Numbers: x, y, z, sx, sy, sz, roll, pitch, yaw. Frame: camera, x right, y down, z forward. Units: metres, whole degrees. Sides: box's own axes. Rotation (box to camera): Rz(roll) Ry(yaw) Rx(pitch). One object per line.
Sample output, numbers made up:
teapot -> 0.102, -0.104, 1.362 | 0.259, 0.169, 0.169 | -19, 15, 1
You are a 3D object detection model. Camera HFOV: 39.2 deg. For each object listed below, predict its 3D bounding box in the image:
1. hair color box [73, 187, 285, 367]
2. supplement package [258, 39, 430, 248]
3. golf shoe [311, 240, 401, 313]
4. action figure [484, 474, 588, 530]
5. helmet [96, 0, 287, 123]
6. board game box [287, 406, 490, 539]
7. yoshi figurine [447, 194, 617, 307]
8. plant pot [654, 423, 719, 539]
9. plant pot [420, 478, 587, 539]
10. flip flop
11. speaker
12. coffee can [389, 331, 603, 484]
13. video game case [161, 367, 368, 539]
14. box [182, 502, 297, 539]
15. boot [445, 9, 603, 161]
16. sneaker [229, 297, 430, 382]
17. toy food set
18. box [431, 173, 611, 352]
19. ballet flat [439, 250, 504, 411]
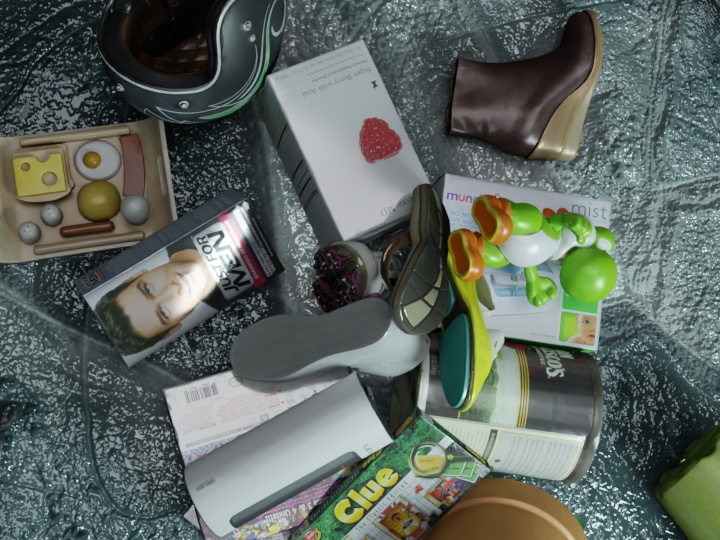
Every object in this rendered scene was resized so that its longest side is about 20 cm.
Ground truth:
hair color box -> -0.194, 0.006, 1.097 | 0.200, 0.061, 0.099 | -32, 117, -13
supplement package -> -0.017, -0.132, 1.138 | 0.121, 0.120, 0.200 | -24, 86, -14
golf shoe -> 0.000, 0.000, 1.080 | 0.092, 0.200, 0.073 | -31, 82, -11
action figure -> 0.140, 0.273, 1.137 | 0.200, 0.055, 0.118 | 35, 79, 1
helmet -> -0.181, -0.255, 1.092 | 0.200, 0.200, 0.191 | 27, 117, -5
board game box -> 0.029, 0.241, 1.044 | 0.105, 0.023, 0.200 | 39, 101, -16
yoshi figurine -> 0.197, -0.015, 1.051 | 0.200, 0.112, 0.112 | 4, 94, -34
plant pot -> 0.442, 0.275, 1.138 | 0.200, 0.200, 0.190 | -43, 77, -13
plant pot -> 0.140, 0.336, 1.043 | 0.200, 0.140, 0.200 | 3, 105, 10
flip flop -> 0.051, -0.011, 1.011 | 0.058, 0.081, 0.200 | -12, 41, 19
speaker -> -0.070, 0.180, 1.003 | 0.200, 0.081, 0.081 | -29, 87, 0
coffee can -> 0.144, 0.148, 1.109 | 0.200, 0.146, 0.146 | 9, 80, -8
video game case -> -0.091, 0.185, 1.079 | 0.200, 0.036, 0.181 | -16, 82, -12
box -> -0.074, 0.275, 1.106 | 0.200, 0.039, 0.137 | 40, 77, -1
boot -> 0.197, -0.236, 1.216 | 0.166, 0.072, 0.200 | 13, 83, -10
sneaker -> -0.028, 0.087, 1.050 | 0.200, 0.116, 0.074 | -12, 65, 29
toy food set -> -0.309, -0.094, 1.112 | 0.200, 0.060, 0.144 | -9, 83, -12
box -> 0.172, -0.004, 1.166 | 0.200, 0.097, 0.177 | 10, 82, -7
ballet flat -> 0.112, 0.053, 1.041 | 0.067, 0.067, 0.200 | 8, 51, -23
